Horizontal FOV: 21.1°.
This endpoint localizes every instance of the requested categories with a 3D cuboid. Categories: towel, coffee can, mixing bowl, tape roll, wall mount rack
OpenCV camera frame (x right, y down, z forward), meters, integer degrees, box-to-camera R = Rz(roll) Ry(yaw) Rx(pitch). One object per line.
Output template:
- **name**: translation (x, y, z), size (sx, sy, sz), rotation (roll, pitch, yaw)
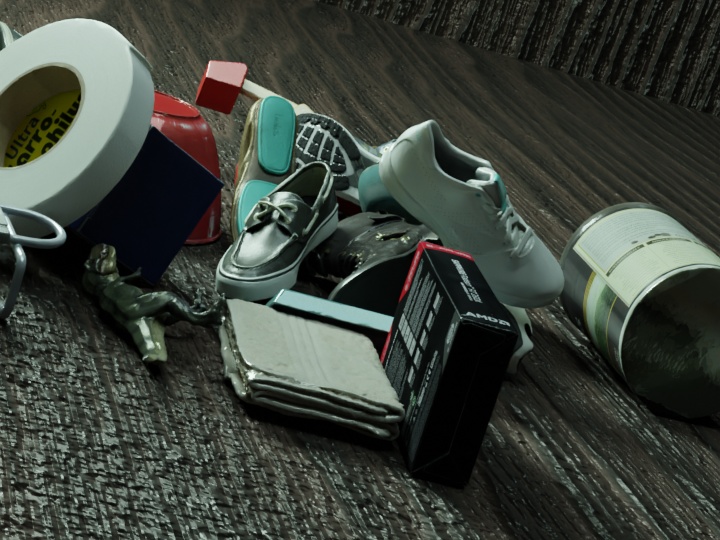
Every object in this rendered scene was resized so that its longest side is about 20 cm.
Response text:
- **towel**: translation (-0.041, 0.076, 1.498), size (0.131, 0.035, 0.200), rotation (17, 13, -12)
- **coffee can**: translation (0.283, 0.034, 1.821), size (0.145, 0.148, 0.200), rotation (14, 15, -16)
- **mixing bowl**: translation (-0.212, -0.112, 1.835), size (0.198, 0.109, 0.200), rotation (18, 13, -4)
- **tape roll**: translation (-0.261, -0.117, 1.589), size (0.202, 0.203, 0.037), rotation (32, -11, 43)
- **wall mount rack**: translation (-0.332, -0.030, 1.463), size (0.198, 0.075, 0.174), rotation (12, 18, -26)

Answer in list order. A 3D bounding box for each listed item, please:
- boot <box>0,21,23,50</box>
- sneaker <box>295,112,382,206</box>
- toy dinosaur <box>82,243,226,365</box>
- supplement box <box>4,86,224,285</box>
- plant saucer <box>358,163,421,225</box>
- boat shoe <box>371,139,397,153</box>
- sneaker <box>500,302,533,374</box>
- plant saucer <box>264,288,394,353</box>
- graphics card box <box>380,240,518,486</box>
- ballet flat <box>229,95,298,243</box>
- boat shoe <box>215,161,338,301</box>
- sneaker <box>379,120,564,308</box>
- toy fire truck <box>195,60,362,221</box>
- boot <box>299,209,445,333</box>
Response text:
- **boot**: translation (-0.322, -0.197, 2.088), size (0.153, 0.074, 0.204), rotation (12, 22, -32)
- **sneaker**: translation (0.001, -0.096, 2.002), size (0.199, 0.074, 0.081), rotation (33, 1, 19)
- **toy dinosaur**: translation (-0.155, 0.033, 1.493), size (0.087, 0.048, 0.200), rotation (-4, 23, -22)
- **supplement box**: translation (-0.233, -0.090, 1.658), size (0.199, 0.109, 0.109), rotation (31, -6, 43)
- **plant saucer**: translation (0.081, -0.034, 1.880), size (0.199, 0.028, 0.201), rotation (25, -23, 11)
- **boat shoe**: translation (0.008, -0.110, 2.130), size (0.199, 0.092, 0.071), rotation (21, 14, 11)
- **sneaker**: translation (0.114, 0.043, 1.770), size (0.080, 0.074, 0.200), rotation (31, 17, -8)
- **plant saucer**: translation (0.014, 0.052, 1.620), size (0.198, 0.019, 0.070), rotation (14, -18, -12)
- **graphics card box**: translation (0.062, 0.066, 1.472), size (0.050, 0.127, 0.200), rotation (15, 14, -11)
- **ballet flat**: translation (-0.098, -0.075, 1.861), size (0.067, 0.072, 0.202), rotation (14, 54, -20)
- **boat shoe**: translation (-0.076, -0.039, 1.733), size (0.070, 0.064, 0.200), rotation (10, 30, 17)
- **sneaker**: translation (0.108, -0.049, 1.677), size (0.200, 0.088, 0.075), rotation (41, 51, -6)
- **toy fire truck**: translation (-0.081, -0.139, 2.071), size (0.198, 0.049, 0.142), rotation (14, 51, -14)
- **boot**: translation (0.000, 0.000, 1.758), size (0.199, 0.070, 0.173), rotation (-29, 23, -36)
